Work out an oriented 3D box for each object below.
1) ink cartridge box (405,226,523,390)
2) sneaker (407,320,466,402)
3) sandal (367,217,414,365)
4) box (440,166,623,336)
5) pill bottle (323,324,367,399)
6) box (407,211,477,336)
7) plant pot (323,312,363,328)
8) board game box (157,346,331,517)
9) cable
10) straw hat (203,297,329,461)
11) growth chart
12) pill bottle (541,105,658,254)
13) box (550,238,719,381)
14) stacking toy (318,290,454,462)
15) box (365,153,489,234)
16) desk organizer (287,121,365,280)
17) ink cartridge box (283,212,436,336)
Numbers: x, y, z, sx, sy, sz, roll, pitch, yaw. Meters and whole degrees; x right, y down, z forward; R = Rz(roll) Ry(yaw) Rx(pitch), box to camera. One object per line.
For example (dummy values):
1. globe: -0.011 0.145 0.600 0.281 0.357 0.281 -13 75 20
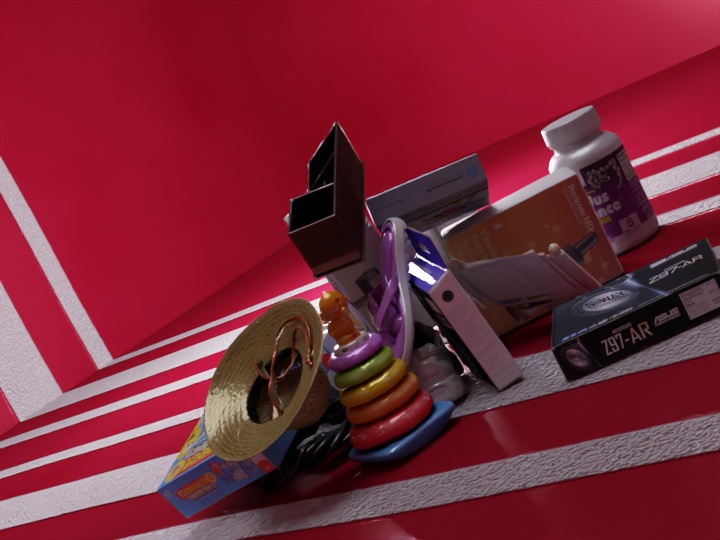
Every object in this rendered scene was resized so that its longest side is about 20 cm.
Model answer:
1. ink cartridge box: 0.105 0.040 1.573 0.043 0.201 0.198 -35 9 -3
2. sneaker: 0.083 0.104 1.619 0.077 0.100 0.200 -24 9 -3
3. sandal: 0.029 0.032 1.574 0.049 0.205 0.083 6 -28 -15
4. box: 0.230 -0.026 1.756 0.199 0.153 0.106 -28 7 6
5. pill bottle: -0.058 0.137 1.799 0.113 0.114 0.200 -32 3 -29
6. box: 0.141 -0.014 1.919 0.041 0.157 0.200 -20 11 34
7. plant pot: -0.005 0.083 1.938 0.200 0.027 0.202 -47 33 43
8. board game box: -0.143 0.194 1.633 0.199 0.056 0.196 -34 18 39
9. cable: -0.057 0.216 1.625 0.162 0.051 0.200 -21 9 8
10. straw hat: -0.083 0.139 1.479 0.200 0.085 0.203 -29 45 34
11. growth chart: 0.203 0.014 1.629 0.199 0.145 0.018 -7 55 37
12. pill bottle: 0.337 -0.127 1.851 0.112 0.201 0.112 -27 8 4
13. box: 0.311 0.041 1.446 0.199 0.044 0.160 -26 9 16
14. stacking toy: 0.005 0.112 1.474 0.116 0.201 0.109 -35 11 -30
15. box: 0.092 -0.090 1.713 0.155 0.042 0.200 -22 -7 3
16. desk organizer: -0.042 -0.091 1.618 0.071 0.077 0.201 -20 38 16
17. ink cartridge box: 0.000 0.000 1.719 0.085 0.201 0.146 -37 36 -6
